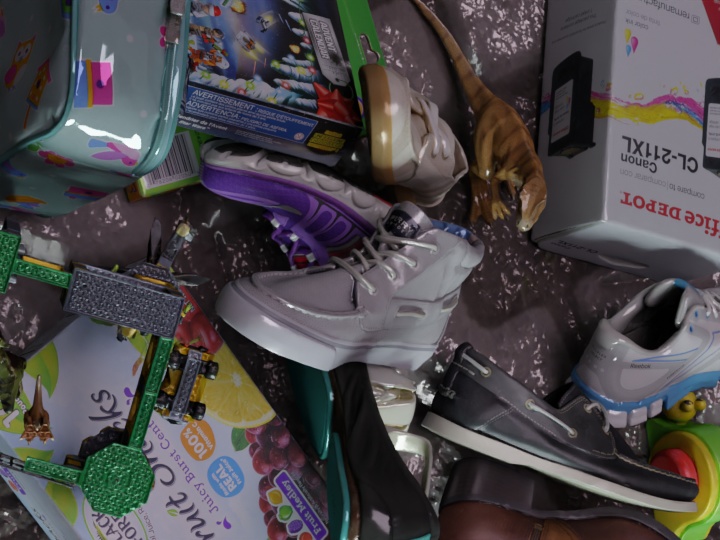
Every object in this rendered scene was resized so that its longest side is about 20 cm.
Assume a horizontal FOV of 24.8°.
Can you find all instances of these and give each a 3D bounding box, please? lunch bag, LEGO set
[{"bbox_3d":[-0.153,-0.120,0.867,0.077,0.200,0.162,14,73,-30],"label":"lunch bag"},{"bbox_3d":[-0.179,0.037,0.845,0.198,0.116,0.155,9,95,-14],"label":"LEGO set"}]

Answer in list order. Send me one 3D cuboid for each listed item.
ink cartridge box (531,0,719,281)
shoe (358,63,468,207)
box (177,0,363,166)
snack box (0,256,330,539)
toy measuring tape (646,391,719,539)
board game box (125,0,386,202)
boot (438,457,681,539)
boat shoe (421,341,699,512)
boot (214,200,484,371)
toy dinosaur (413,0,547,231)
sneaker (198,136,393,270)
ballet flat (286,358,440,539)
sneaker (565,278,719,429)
[{"bbox_3d":[0.207,-0.106,1.161,0.145,0.083,0.202,13,74,-30],"label":"ink cartridge box"},{"bbox_3d":[0.033,-0.082,0.987,0.053,0.200,0.071,-11,80,5],"label":"shoe"},{"bbox_3d":[-0.078,-0.163,0.967,0.136,0.040,0.201,13,48,-31],"label":"box"},{"bbox_3d":[-0.116,0.113,0.938,0.142,0.053,0.201,-42,104,-29],"label":"snack box"},{"bbox_3d":[0.243,0.181,1.143,0.073,0.073,0.202,-5,84,-33],"label":"toy measuring tape"},{"bbox_3d":[-0.068,-0.114,1.023,0.199,0.030,0.096,-18,93,-31],"label":"board game box"},{"bbox_3d":[0.120,0.236,1.019,0.187,0.068,0.201,26,54,-16],"label":"boot"},{"bbox_3d":[0.140,0.109,1.069,0.199,0.072,0.068,23,81,-14],"label":"boat shoe"},{"bbox_3d":[0.000,0.000,0.924,0.096,0.073,0.200,-60,154,12],"label":"boot"},{"bbox_3d":[0.092,-0.093,1.092,0.060,0.107,0.201,-16,48,-13],"label":"toy dinosaur"},{"bbox_3d":[-0.020,-0.016,1.000,0.199,0.081,0.084,31,90,-32],"label":"sneaker"},{"bbox_3d":[0.003,0.097,0.954,0.068,0.068,0.201,2,37,-15],"label":"ballet flat"},{"bbox_3d":[0.231,0.038,1.138,0.199,0.075,0.087,-23,137,-35],"label":"sneaker"}]
